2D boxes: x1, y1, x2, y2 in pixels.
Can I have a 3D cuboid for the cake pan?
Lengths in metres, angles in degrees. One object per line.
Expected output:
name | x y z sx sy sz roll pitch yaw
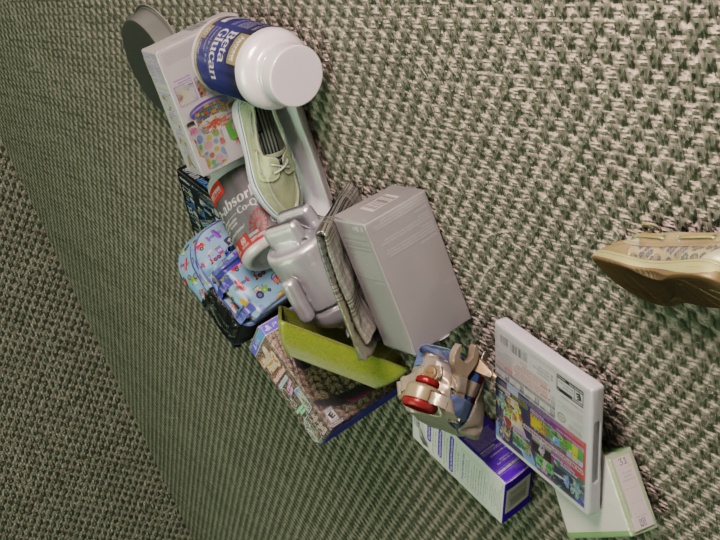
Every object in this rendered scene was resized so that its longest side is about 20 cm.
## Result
cake pan | -0.346 -0.354 2.016 0.200 0.037 0.200 43 151 31

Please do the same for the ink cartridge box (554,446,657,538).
ink cartridge box | 0.281 0.232 1.474 0.146 0.048 0.200 -31 74 66

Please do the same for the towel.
towel | 0.000 0.000 1.622 0.193 0.034 0.200 -63 -43 -65

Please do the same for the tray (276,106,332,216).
tray | -0.089 -0.175 1.746 0.107 0.022 0.200 24 139 53

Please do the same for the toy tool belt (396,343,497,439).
toy tool belt | 0.111 0.138 1.533 0.125 0.123 0.200 14 167 22

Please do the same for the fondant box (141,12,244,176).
fondant box | -0.218 -0.260 1.744 0.058 0.144 0.200 20 135 54

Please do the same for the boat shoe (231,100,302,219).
boat shoe | -0.133 -0.164 1.730 0.062 0.072 0.200 6 121 64

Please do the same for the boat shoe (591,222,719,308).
boat shoe | 0.305 -0.007 1.146 0.073 0.063 0.200 40 167 -26

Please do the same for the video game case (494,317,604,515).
video game case | 0.231 0.178 1.467 0.200 0.023 0.183 38 138 53

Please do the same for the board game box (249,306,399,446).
board game box | -0.052 0.147 1.878 0.200 0.159 0.097 53 155 12

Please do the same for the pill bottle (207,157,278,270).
pill bottle | -0.169 -0.110 1.845 0.200 0.116 0.116 62 158 18

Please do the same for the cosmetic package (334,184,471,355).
cosmetic package | 0.058 -0.001 1.562 0.090 0.107 0.200 17 131 56

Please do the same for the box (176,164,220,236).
box | -0.247 -0.090 2.120 0.200 0.046 0.159 35 147 42

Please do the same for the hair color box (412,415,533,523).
hair color box | 0.161 0.258 1.714 0.200 0.065 0.109 41 151 32

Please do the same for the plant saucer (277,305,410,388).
plant saucer | -0.036 0.117 1.736 0.200 0.048 0.200 21 -177 -5

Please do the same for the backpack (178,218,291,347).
backpack | -0.192 -0.007 1.931 0.200 0.182 0.135 50 152 11

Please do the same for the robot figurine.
robot figurine | -0.058 0.002 1.714 0.113 0.170 0.200 -12 120 42

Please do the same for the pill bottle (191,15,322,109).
pill bottle | -0.139 -0.281 1.608 0.200 0.111 0.111 26 140 50
